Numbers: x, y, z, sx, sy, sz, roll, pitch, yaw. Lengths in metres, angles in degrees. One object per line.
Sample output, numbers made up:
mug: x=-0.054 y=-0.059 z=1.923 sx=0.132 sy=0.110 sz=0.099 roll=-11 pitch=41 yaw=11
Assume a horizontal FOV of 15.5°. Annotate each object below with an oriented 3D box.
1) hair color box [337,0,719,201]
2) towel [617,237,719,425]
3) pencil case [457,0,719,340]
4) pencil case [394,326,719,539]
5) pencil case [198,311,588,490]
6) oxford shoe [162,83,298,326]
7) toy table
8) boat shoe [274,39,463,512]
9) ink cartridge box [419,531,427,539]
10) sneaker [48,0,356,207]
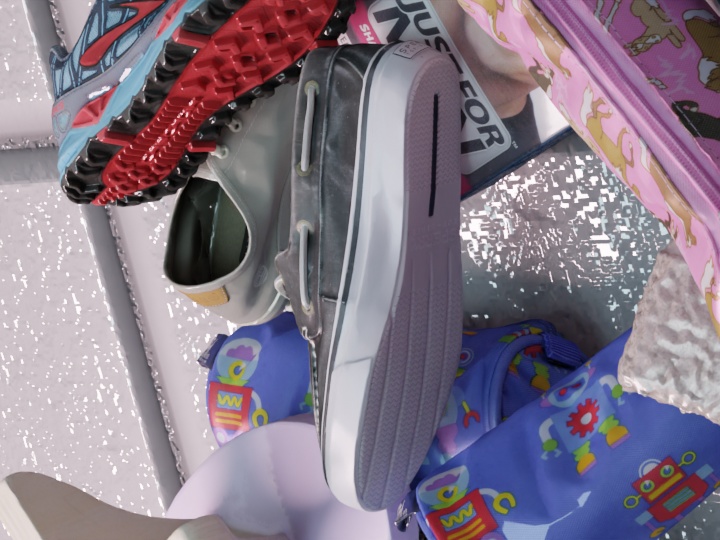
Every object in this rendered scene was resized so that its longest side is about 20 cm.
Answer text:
hair color box: x=0.077 y=-0.109 z=1.111 sx=0.200 sy=0.060 sz=0.100 roll=-33 pitch=87 yaw=45
towel: x=0.208 y=0.018 z=1.000 sx=0.199 sy=0.034 sz=0.133 roll=20 pitch=90 yaw=13
pencil case: x=0.112 y=-0.063 z=0.969 sx=0.200 sy=0.083 sz=0.087 roll=55 pitch=159 yaw=29
pencil case: x=0.112 y=0.065 z=1.087 sx=0.200 sy=0.078 sz=0.087 roll=-40 pitch=40 yaw=9
pencil case: x=0.018 y=0.061 z=1.225 sx=0.200 sy=0.078 sz=0.087 roll=1 pitch=79 yaw=43
oxford shoe: x=-0.053 y=-0.074 z=1.217 sx=0.075 sy=0.058 sz=0.201 roll=13 pitch=97 yaw=45
toy table: x=-0.073 y=0.153 z=1.189 sx=0.184 sy=0.117 sz=0.200 roll=45 pitch=128 yaw=26
boat shoe: x=0.000 y=0.000 z=1.128 sx=0.071 sy=0.072 sz=0.201 roll=11 pitch=98 yaw=33
ink cartridge box: x=0.063 y=0.154 z=1.223 sx=0.200 sy=0.099 sz=0.039 roll=14 pitch=86 yaw=38
sneaker: x=-0.080 y=-0.113 z=1.151 sx=0.200 sy=0.079 sz=0.096 roll=-38 pitch=59 yaw=37
